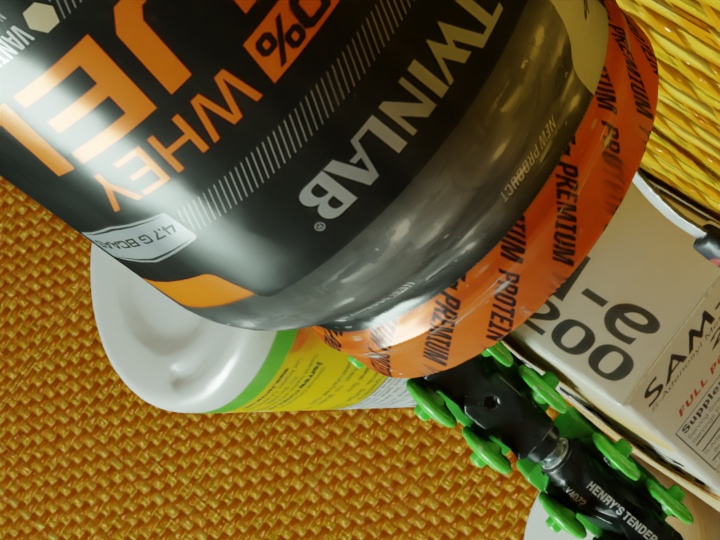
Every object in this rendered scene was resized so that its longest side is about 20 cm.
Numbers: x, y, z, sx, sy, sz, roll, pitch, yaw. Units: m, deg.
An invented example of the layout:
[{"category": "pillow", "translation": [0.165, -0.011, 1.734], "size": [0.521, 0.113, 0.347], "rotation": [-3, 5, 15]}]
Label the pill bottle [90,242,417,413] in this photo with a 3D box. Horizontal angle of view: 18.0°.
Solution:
[{"category": "pill bottle", "translation": [0.000, 0.000, 0.921], "size": [0.199, 0.112, 0.111], "rotation": [1, -156, -43]}]

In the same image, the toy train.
[{"category": "toy train", "translation": [0.042, 0.040, 0.788], "size": [0.200, 0.042, 0.056], "rotation": [41, -174, -25]}]

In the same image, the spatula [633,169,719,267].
[{"category": "spatula", "translation": [0.094, -0.024, 0.692], "size": [0.199, 0.021, 0.057], "rotation": [36, 177, -3]}]

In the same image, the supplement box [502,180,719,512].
[{"category": "supplement box", "translation": [0.116, 0.031, 0.855], "size": [0.126, 0.074, 0.200], "rotation": [35, 177, 41]}]

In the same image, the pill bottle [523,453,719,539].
[{"category": "pill bottle", "translation": [0.169, 0.133, 1.025], "size": [0.199, 0.114, 0.113], "rotation": [12, -165, -41]}]

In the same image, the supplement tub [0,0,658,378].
[{"category": "supplement tub", "translation": [-0.040, -0.071, 0.453], "size": [0.200, 0.123, 0.122], "rotation": [37, 178, -26]}]
